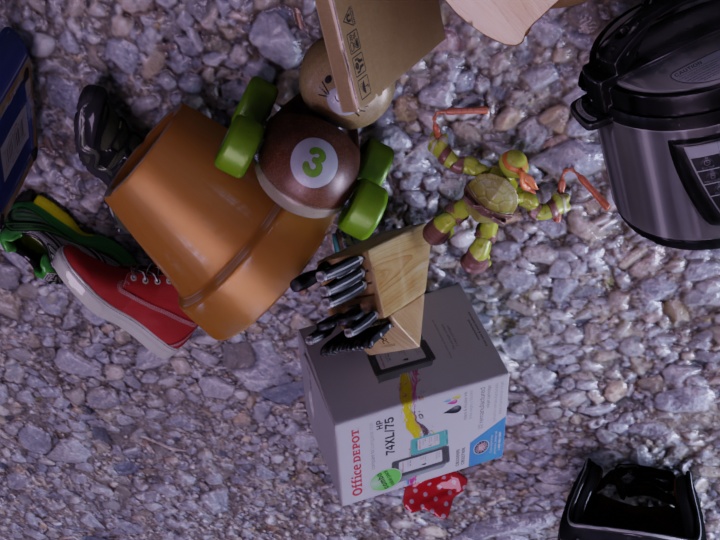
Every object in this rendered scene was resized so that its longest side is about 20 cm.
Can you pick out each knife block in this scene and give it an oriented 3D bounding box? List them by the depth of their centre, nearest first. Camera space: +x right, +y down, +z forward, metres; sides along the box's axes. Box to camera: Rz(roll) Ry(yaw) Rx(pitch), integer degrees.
[{"bbox_3d":[0.000,0.000,1.109,0.063,0.202,0.176,-10,143,28],"label":"knife block"}]

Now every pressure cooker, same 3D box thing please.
[{"bbox_3d":[0.277,-0.140,0.915,0.177,0.176,0.202,9,137,35],"label":"pressure cooker"}]

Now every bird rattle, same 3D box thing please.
[{"bbox_3d":[0.064,0.229,1.407,0.198,0.113,0.164,29,119,-13],"label":"bird rattle"}]

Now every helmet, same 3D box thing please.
[{"bbox_3d":[0.330,0.340,1.343,0.197,0.192,0.202,10,136,10],"label":"helmet"}]

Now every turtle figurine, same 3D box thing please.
[{"bbox_3d":[0.138,-0.066,1.114,0.198,0.065,0.162,25,136,-5],"label":"turtle figurine"}]

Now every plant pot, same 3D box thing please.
[{"bbox_3d":[-0.153,-0.064,1.127,0.183,0.201,0.199,41,132,-18],"label":"plant pot"},{"bbox_3d":[-0.447,-0.148,1.150,0.177,0.202,0.202,11,136,-1],"label":"plant pot"}]

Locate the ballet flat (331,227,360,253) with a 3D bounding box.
[{"bbox_3d":[0.007,0.026,1.261,0.073,0.075,0.202,8,136,12],"label":"ballet flat"}]

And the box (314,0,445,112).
[{"bbox_3d":[0.009,-0.253,0.882,0.021,0.164,0.203,3,122,32],"label":"box"}]

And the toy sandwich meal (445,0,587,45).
[{"bbox_3d":[0.141,-0.284,0.899,0.202,0.071,0.207,10,135,10],"label":"toy sandwich meal"}]

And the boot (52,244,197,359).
[{"bbox_3d":[-0.246,0.000,1.283,0.144,0.073,0.200,-42,127,11],"label":"boot"}]

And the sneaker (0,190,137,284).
[{"bbox_3d":[-0.349,-0.005,1.335,0.199,0.086,0.078,33,135,-14],"label":"sneaker"}]

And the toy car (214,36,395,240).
[{"bbox_3d":[-0.018,-0.163,1.031,0.163,0.159,0.201,26,124,-11],"label":"toy car"}]

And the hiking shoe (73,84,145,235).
[{"bbox_3d":[-0.243,-0.124,1.203,0.099,0.077,0.201,-4,139,8],"label":"hiking shoe"}]

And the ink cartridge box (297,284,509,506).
[{"bbox_3d":[0.045,0.138,1.228,0.197,0.147,0.148,-15,135,-11],"label":"ink cartridge box"}]
